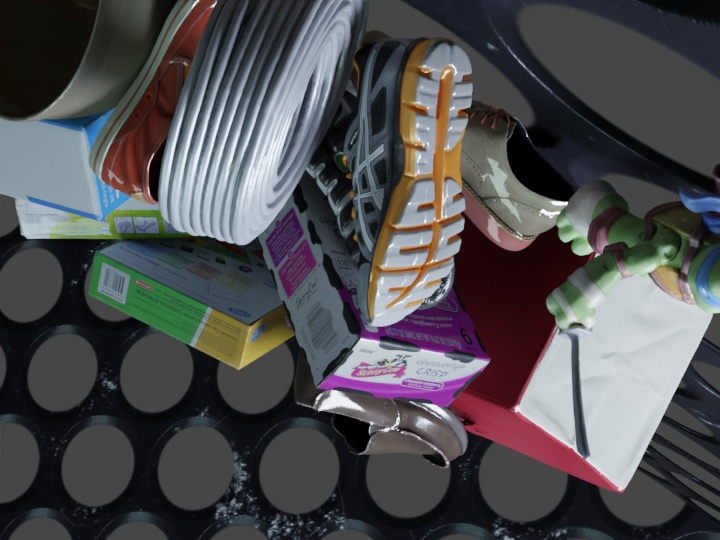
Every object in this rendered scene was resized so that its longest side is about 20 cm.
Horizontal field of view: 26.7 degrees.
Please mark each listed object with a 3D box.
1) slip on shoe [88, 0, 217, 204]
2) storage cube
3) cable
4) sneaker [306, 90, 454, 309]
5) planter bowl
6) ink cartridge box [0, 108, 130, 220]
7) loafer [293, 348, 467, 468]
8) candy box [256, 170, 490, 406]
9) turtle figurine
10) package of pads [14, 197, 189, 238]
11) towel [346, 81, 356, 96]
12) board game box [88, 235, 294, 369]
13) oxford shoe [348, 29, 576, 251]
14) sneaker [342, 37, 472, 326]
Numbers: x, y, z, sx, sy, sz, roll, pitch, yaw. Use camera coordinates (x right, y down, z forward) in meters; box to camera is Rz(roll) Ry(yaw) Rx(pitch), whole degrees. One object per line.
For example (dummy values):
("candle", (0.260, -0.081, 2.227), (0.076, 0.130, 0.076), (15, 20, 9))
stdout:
("slip on shoe", (-0.111, -0.132, 1.037), (0.061, 0.201, 0.074), (39, -165, 15))
("storage cube", (0.149, 0.054, 1.257), (0.179, 0.201, 0.171), (17, 164, 49))
("cable", (-0.061, -0.111, 0.973), (0.069, 0.202, 0.200), (23, 176, 6))
("sneaker", (0.015, -0.067, 1.123), (0.201, 0.075, 0.115), (57, -163, 5))
("planter bowl", (-0.188, -0.203, 1.088), (0.134, 0.203, 0.199), (1, -160, -45))
("ink cartridge box", (-0.203, -0.135, 1.213), (0.145, 0.200, 0.085), (15, 127, 30))
("loafer", (0.009, 0.113, 1.207), (0.073, 0.072, 0.200), (18, 164, 49))
("candy box", (0.000, 0.000, 1.148), (0.135, 0.061, 0.201), (12, -139, -41))
("turtle figurine", (0.182, 0.028, 0.949), (0.194, 0.142, 0.202), (-104, 3, -72))
("package of pads", (-0.201, -0.090, 1.308), (0.152, 0.069, 0.200), (-1, -158, 8))
("towel", (-0.052, -0.187, 1.207), (0.199, 0.031, 0.149), (33, 173, 27))
("board game box", (-0.107, 0.004, 1.273), (0.152, 0.041, 0.200), (25, -154, 20))
("oxford shoe", (0.074, -0.105, 1.075), (0.200, 0.071, 0.075), (42, 136, -14))
("sneaker", (0.023, -0.062, 1.028), (0.077, 0.203, 0.078), (20, -163, 38))
